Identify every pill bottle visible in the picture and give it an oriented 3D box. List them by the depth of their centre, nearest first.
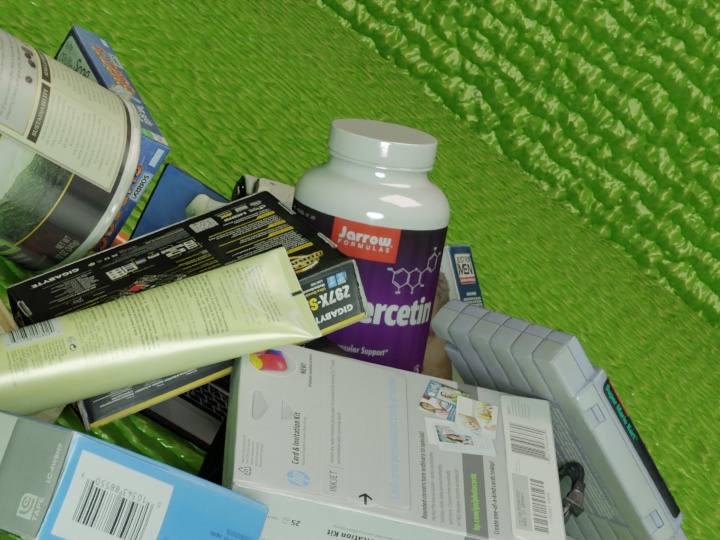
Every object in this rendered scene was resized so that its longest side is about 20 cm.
[{"bbox_3d":[0.000,0.000,1.617,0.111,0.202,0.113,9,13,-2],"label":"pill bottle"}]

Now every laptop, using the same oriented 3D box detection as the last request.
[{"bbox_3d":[-0.089,0.047,1.677,0.186,0.116,0.200,32,14,-20],"label":"laptop"}]

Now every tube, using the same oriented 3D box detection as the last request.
[{"bbox_3d":[-0.127,0.041,1.382,0.052,0.198,0.059,167,-94,-79],"label":"tube"}]

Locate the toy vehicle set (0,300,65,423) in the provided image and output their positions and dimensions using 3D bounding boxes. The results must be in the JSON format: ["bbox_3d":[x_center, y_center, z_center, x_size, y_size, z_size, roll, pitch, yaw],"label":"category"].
[{"bbox_3d":[-0.276,0.020,1.462,0.124,0.027,0.200,25,18,-44],"label":"toy vehicle set"}]

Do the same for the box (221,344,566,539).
[{"bbox_3d":[0.019,0.114,1.362,0.198,0.041,0.156,14,30,-9],"label":"box"}]

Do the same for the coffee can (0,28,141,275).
[{"bbox_3d":[-0.275,-0.101,1.619,0.199,0.147,0.147,29,15,-34],"label":"coffee can"}]

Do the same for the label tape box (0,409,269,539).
[{"bbox_3d":[-0.169,0.122,1.270,0.143,0.067,0.199,26,-13,-40],"label":"label tape box"}]

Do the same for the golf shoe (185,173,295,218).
[{"bbox_3d":[-0.047,-0.041,1.724,0.199,0.078,0.098,-17,66,-50],"label":"golf shoe"}]

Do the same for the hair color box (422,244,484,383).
[{"bbox_3d":[0.053,0.090,1.731,0.060,0.099,0.202,-1,77,-70],"label":"hair color box"}]

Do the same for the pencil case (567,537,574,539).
[{"bbox_3d":[0.106,0.163,1.872,0.200,0.083,0.091,48,-6,41],"label":"pencil case"}]

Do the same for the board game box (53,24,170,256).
[{"bbox_3d":[-0.217,-0.088,1.755,0.034,0.136,0.200,24,18,-31],"label":"board game box"}]

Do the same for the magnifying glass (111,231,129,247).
[{"bbox_3d":[-0.128,0.029,1.849,0.199,0.022,0.080,36,13,-4],"label":"magnifying glass"}]

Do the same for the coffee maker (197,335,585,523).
[{"bbox_3d":[0.015,0.130,1.501,0.199,0.192,0.135,33,30,-13],"label":"coffee maker"}]

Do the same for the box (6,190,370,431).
[{"bbox_3d":[-0.116,0.021,1.500,0.160,0.199,0.050,39,-33,58],"label":"box"}]

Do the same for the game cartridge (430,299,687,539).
[{"bbox_3d":[0.134,0.109,1.494,0.129,0.038,0.201,12,-39,49],"label":"game cartridge"}]
